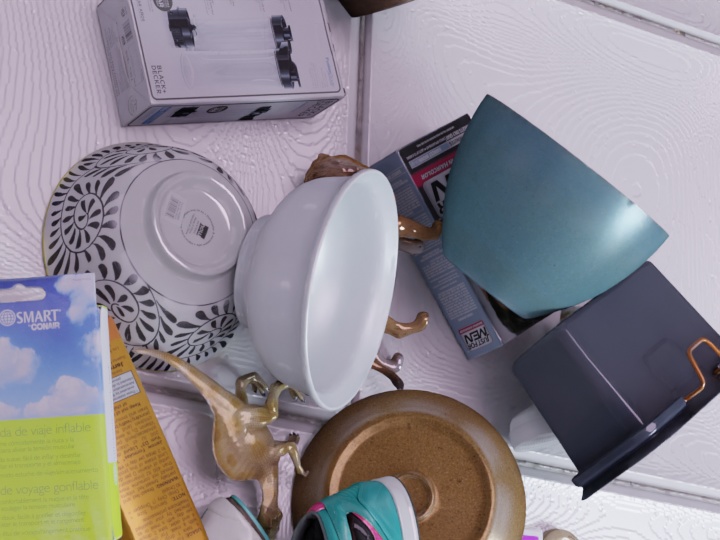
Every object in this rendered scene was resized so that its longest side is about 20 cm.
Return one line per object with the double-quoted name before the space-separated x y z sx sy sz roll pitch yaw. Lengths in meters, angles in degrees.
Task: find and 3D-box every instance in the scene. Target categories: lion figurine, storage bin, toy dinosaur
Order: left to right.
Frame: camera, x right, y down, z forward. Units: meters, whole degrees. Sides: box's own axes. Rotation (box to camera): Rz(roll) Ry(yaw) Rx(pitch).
"toy dinosaur" -0.095 0.123 1.563 0.101 0.058 0.201 -42 105 -44
"lion figurine" 0.000 0.000 1.669 0.122 0.072 0.201 14 71 -20
"storage bin" 0.238 0.083 1.674 0.135 0.146 0.200 51 46 6

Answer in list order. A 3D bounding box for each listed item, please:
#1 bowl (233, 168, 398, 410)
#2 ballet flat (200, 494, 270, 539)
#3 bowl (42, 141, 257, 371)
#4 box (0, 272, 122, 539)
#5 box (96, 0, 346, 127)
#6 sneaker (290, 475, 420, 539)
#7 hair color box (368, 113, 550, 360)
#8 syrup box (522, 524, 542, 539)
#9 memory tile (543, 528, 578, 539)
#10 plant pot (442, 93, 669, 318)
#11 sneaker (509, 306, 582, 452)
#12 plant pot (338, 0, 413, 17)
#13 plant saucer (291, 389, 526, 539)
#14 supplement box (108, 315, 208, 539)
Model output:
"bowl" -0.044 0.009 1.558 0.201 0.090 0.202 10 90 -71
"ballet flat" -0.067 0.274 1.541 0.200 0.069 0.069 50 55 -3
"bowl" -0.151 -0.026 1.564 0.200 0.094 0.202 12 67 -30
"box" -0.247 0.107 1.432 0.121 0.048 0.201 -4 86 0
"box" -0.120 -0.191 1.662 0.199 0.060 0.117 -7 78 -34
"sneaker" -0.004 0.265 1.485 0.120 0.084 0.201 -4 72 -32
"hair color box" 0.099 -0.031 1.748 0.099 0.061 0.201 -29 91 -36
"syrup box" 0.108 0.320 1.621 0.081 0.079 0.201 11 68 -29
"memory tile" 0.221 0.342 1.725 0.200 0.017 0.154 37 58 -18
"plant pot" 0.148 -0.039 1.648 0.200 0.200 0.135 37 94 -17
"sneaker" 0.194 0.094 1.766 0.199 0.074 0.116 -14 78 -42
"plant pot" 0.007 -0.341 1.741 0.186 0.186 0.201 -26 103 -36
"plant saucer" 0.041 0.193 1.589 0.199 0.035 0.201 0 72 -1
"supplement box" -0.195 0.142 1.495 0.069 0.066 0.201 -24 87 -36
